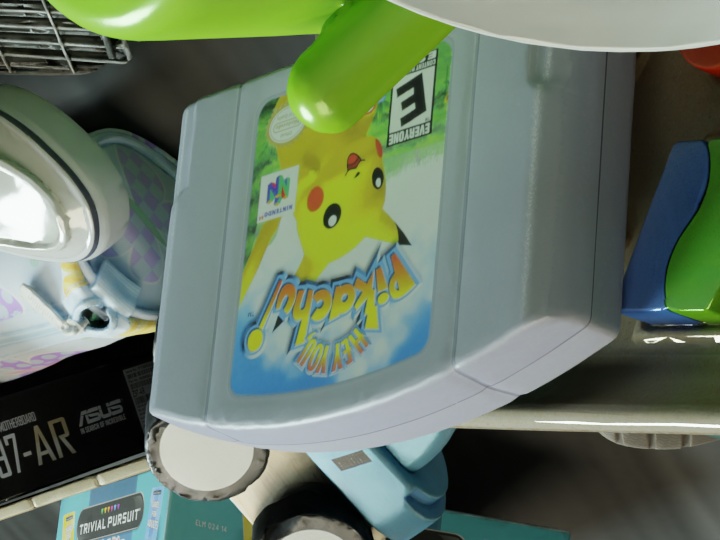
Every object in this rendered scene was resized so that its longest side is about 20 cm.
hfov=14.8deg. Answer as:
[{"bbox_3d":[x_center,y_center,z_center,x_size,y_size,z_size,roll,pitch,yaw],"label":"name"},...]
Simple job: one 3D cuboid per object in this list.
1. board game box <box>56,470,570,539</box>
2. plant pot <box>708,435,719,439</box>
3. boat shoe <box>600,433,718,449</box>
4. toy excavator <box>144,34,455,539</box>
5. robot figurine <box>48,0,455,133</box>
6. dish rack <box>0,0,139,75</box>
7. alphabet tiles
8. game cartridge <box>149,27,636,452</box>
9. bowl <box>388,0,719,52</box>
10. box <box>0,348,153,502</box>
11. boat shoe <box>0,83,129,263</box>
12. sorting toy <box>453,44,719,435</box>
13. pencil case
[{"bbox_3d":[-0.025,0.134,1.295,0.199,0.047,0.151,12,165,-23],"label":"board game box"},{"bbox_3d":[0.168,-0.015,0.957,0.195,0.202,0.200,23,147,-31],"label":"plant pot"},{"bbox_3d":[0.177,0.023,1.109,0.198,0.072,0.076,2,135,-18],"label":"boat shoe"},{"bbox_3d":[0.000,0.000,1.045,0.200,0.100,0.195,-36,110,13],"label":"toy excavator"},{"bbox_3d":[-0.031,-0.130,0.852,0.199,0.176,0.116,-7,135,-45],"label":"robot figurine"},{"bbox_3d":[-0.158,-0.142,0.986,0.152,0.055,0.200,5,149,14],"label":"dish rack"},{"bbox_3d":[-0.105,0.089,1.240,0.199,0.006,0.166,-20,178,24],"label":"alphabet tiles"},{"bbox_3d":[0.004,-0.010,0.905,0.040,0.134,0.199,17,157,-40],"label":"game cartridge"},{"bbox_3d":[0.061,-0.151,0.707,0.199,0.091,0.202,6,148,4],"label":"bowl"},{"bbox_3d":[-0.186,0.090,1.243,0.160,0.044,0.199,-20,178,41],"label":"box"},{"bbox_3d":[-0.185,-0.044,1.074,0.199,0.066,0.072,25,133,19],"label":"boat shoe"},{"bbox_3d":[0.092,-0.046,0.869,0.036,0.201,0.185,23,165,-32],"label":"sorting toy"},{"bbox_3d":[-0.152,0.009,1.177,0.199,0.091,0.083,-20,143,41],"label":"pencil case"}]
